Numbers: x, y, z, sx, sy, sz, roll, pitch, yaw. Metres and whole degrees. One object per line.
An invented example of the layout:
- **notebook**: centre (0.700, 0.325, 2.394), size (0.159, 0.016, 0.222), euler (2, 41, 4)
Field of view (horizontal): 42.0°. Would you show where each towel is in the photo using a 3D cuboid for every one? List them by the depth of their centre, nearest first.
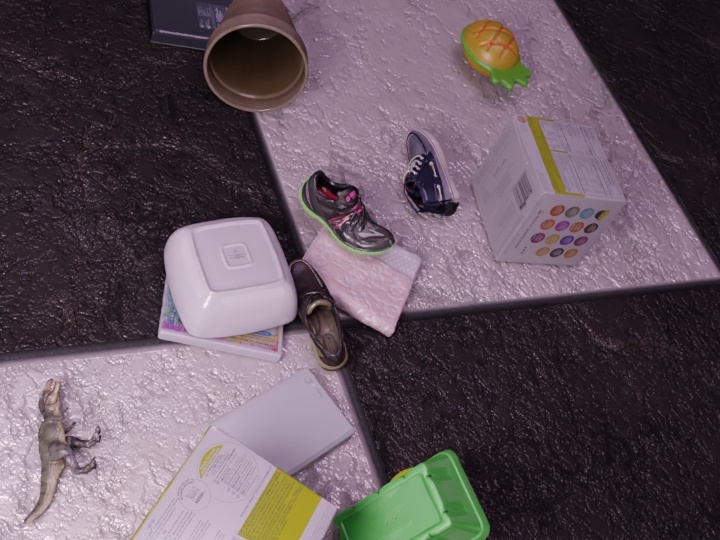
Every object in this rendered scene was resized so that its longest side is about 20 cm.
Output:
- **towel**: centre (0.000, 0.000, 1.659), size (0.198, 0.032, 0.192), euler (30, 48, -1)

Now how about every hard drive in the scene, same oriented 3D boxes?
- **hard drive**: centre (-0.119, 0.243, 1.415), size (0.199, 0.026, 0.132), euler (-27, 70, -38)
- **hard drive**: centre (-0.328, -0.502, 1.885), size (0.197, 0.033, 0.141), euler (4, 54, -24)

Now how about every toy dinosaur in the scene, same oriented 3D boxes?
- **toy dinosaur**: centre (-0.398, 0.244, 1.265), size (0.086, 0.048, 0.203), euler (-1, 55, -8)

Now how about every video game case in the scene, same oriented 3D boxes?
- **video game case**: centre (-0.220, 0.048, 1.519), size (0.197, 0.024, 0.184), euler (13, 51, -18)

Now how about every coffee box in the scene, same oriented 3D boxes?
- **coffee box**: centre (-0.178, 0.358, 1.167), size (0.196, 0.201, 0.201), euler (32, 48, 1)
- **coffee box**: centre (0.363, -0.153, 1.841), size (0.194, 0.201, 0.202), euler (4, 52, -24)

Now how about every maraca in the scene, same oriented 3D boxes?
- **maraca**: centre (0.306, -0.487, 2.124), size (0.135, 0.108, 0.202), euler (-18, 64, -27)

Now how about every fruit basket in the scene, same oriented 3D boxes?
- **fruit basket**: centre (0.078, 0.353, 1.346), size (0.213, 0.217, 0.157), euler (-9, 59, -31)

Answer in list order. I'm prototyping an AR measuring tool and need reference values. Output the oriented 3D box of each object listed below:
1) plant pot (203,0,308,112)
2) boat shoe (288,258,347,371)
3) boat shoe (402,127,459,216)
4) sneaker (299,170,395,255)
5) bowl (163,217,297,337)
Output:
- **plant pot**: centre (-0.197, -0.436, 1.787), size (0.197, 0.201, 0.176), euler (11, 49, -18)
- **boat shoe**: centre (-0.068, 0.063, 1.536), size (0.072, 0.065, 0.202), euler (-20, 70, -18)
- **boat shoe**: centre (0.117, -0.197, 1.838), size (0.092, 0.075, 0.202), euler (-3, 57, -37)
- **sneaker**: centre (-0.023, -0.100, 1.651), size (0.199, 0.084, 0.077), euler (36, 47, 6)
- **bowl**: centre (-0.203, -0.003, 1.490), size (0.197, 0.075, 0.202), euler (-9, 57, -24)
